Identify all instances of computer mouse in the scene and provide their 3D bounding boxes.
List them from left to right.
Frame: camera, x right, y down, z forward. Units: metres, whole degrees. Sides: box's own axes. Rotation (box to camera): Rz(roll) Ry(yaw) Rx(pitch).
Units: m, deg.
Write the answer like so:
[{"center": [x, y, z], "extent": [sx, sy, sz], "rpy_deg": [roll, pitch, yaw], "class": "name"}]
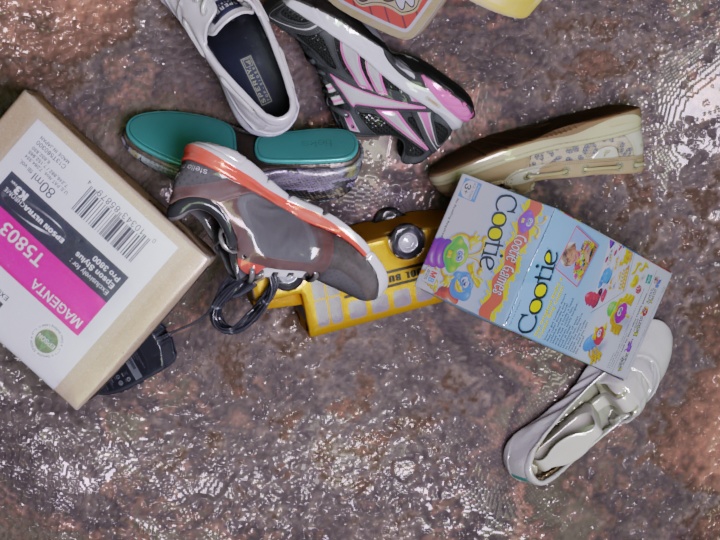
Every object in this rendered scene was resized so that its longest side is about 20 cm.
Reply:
[{"center": [-0.153, 0.047, 1.366], "extent": [0.199, 0.034, 0.059], "rpy_deg": [-25, 97, 14], "class": "computer mouse"}]

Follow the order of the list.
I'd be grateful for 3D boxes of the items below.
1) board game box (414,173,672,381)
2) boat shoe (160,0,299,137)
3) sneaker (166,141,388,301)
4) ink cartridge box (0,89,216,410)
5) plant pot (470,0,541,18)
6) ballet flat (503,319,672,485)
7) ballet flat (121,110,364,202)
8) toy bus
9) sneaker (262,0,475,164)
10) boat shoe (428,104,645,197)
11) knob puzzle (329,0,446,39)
[{"center": [0.156, 0.007, 1.376], "extent": [0.199, 0.103, 0.106], "rpy_deg": [24, 91, -49], "class": "board game box"}, {"center": [-0.105, -0.202, 1.300], "extent": [0.073, 0.065, 0.201], "rpy_deg": [-35, 93, -12], "class": "boat shoe"}, {"center": [-0.071, -0.018, 1.295], "extent": [0.199, 0.077, 0.082], "rpy_deg": [33, 72, -17], "class": "sneaker"}, {"center": [-0.240, -0.016, 1.303], "extent": [0.200, 0.075, 0.165], "rpy_deg": [41, 91, -4], "class": "ink cartridge box"}, {"center": [0.124, -0.314, 1.296], "extent": [0.199, 0.201, 0.190], "rpy_deg": [22, 114, -19], "class": "plant pot"}, {"center": [0.217, 0.127, 1.493], "extent": [0.200, 0.069, 0.070], "rpy_deg": [-41, 110, -2], "class": "ballet flat"}, {"center": [-0.098, -0.084, 1.352], "extent": [0.198, 0.072, 0.073], "rpy_deg": [5, 103, -3], "class": "ballet flat"}, {"center": [0.000, 0.000, 1.403], "extent": [0.198, 0.065, 0.079], "rpy_deg": [-15, 109, -11], "class": "toy bus"}, {"center": [-0.003, -0.155, 1.357], "extent": [0.199, 0.080, 0.087], "rpy_deg": [34, 105, -14], "class": "sneaker"}, {"center": [0.156, -0.091, 1.415], "extent": [0.198, 0.073, 0.063], "rpy_deg": [-16, 105, -11], "class": "boat shoe"}, {"center": [0.007, -0.275, 1.271], "extent": [0.030, 0.218, 0.222], "rpy_deg": [-28, 115, -47], "class": "knob puzzle"}]
